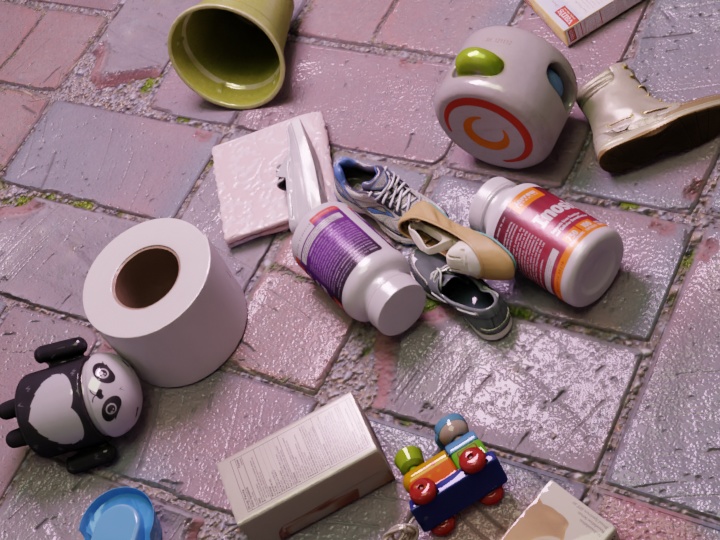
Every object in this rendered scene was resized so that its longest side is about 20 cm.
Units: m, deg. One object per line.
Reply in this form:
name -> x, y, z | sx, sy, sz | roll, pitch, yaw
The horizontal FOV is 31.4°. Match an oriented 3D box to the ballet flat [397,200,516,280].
ballet flat -> 0.125, -0.029, 1.724 | 0.063, 0.069, 0.199 | -29, 40, -25

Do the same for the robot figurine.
robot figurine -> -0.403, 0.189, 1.790 | 0.198, 0.151, 0.125 | -17, 38, 11

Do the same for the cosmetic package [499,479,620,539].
cosmetic package -> 0.197, 0.352, 1.456 | 0.105, 0.071, 0.200 | 32, 72, 36

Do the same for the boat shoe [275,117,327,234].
boat shoe -> -0.093, -0.138, 1.903 | 0.068, 0.072, 0.202 | -18, 62, 8

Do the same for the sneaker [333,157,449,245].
sneaker -> 0.037, -0.104, 1.839 | 0.198, 0.085, 0.077 | 24, 67, 25

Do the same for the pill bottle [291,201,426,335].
pill bottle -> 0.000, 0.000, 1.769 | 0.111, 0.112, 0.200 | -40, 50, -9

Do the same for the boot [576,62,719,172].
boot -> 0.409, -0.233, 1.796 | 0.198, 0.072, 0.156 | -20, 48, 9

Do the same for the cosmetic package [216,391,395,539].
cosmetic package -> -0.069, 0.255, 1.627 | 0.198, 0.088, 0.104 | -27, 51, 1

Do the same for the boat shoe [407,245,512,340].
boat shoe -> 0.129, 0.015, 1.736 | 0.073, 0.062, 0.200 | -40, 51, -8

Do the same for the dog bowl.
dog bowl -> -0.321, 0.384, 1.664 | 0.110, 0.050, 0.202 | -2, 56, 22

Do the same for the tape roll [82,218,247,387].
tape roll -> -0.278, 0.047, 1.833 | 0.200, 0.140, 0.205 | -11, 52, 14

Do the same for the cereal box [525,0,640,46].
cereal box -> 0.365, -0.447, 1.988 | 0.199, 0.040, 0.144 | -31, 50, -1

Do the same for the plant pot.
plant pot -> -0.194, -0.402, 2.110 | 0.198, 0.202, 0.185 | -2, 43, 21

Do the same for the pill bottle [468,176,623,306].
pill bottle -> 0.240, -0.045, 1.699 | 0.113, 0.113, 0.199 | -45, 52, -13

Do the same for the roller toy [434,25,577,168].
roller toy -> 0.208, -0.248, 1.819 | 0.181, 0.200, 0.141 | 30, 66, -2

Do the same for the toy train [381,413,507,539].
toy train -> 0.070, 0.264, 1.573 | 0.199, 0.085, 0.116 | -31, 40, -1

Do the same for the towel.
towel -> -0.131, -0.141, 1.977 | 0.189, 0.032, 0.202 | -18, 53, 9
